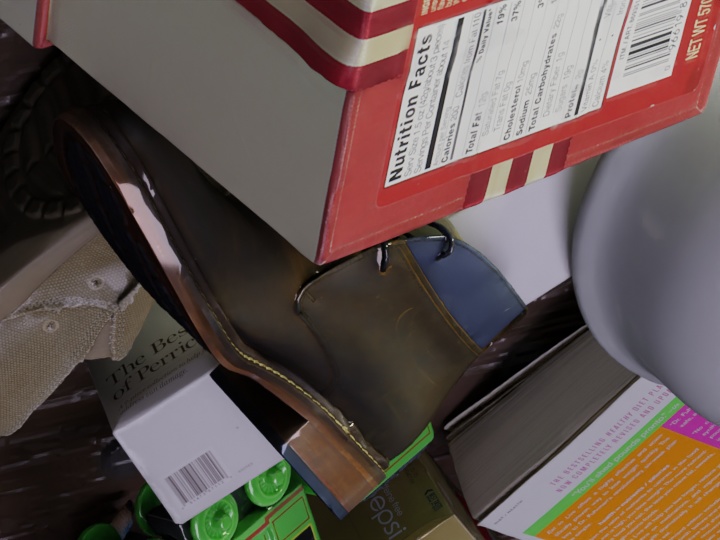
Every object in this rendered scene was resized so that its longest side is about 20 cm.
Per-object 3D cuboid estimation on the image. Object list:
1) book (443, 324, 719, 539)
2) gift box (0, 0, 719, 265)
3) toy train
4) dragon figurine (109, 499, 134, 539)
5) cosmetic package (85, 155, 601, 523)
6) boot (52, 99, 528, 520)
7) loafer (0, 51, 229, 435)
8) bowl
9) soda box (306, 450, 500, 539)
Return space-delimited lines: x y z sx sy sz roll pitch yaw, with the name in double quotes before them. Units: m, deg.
"book" 0.151 0.072 1.166 0.134 0.048 0.200 -40 138 26
"gift box" 0.007 -0.131 0.839 0.200 0.187 0.185 -19 136 -41
"toy train" -0.045 0.090 1.038 0.200 0.042 0.056 -38 123 -37
"dragon figurine" -0.070 0.149 1.068 0.099 0.200 0.059 35 108 -3
"cosmetic package" 0.000 0.000 1.011 0.200 0.083 0.051 -33 118 0
"boot" -0.019 -0.010 0.907 0.097 0.075 0.200 -40 139 -6
"loafer" -0.092 -0.015 0.963 0.200 0.076 0.067 -38 138 19
"bowl" 0.178 -0.005 0.972 0.201 0.090 0.201 -16 137 -15
"soda box" 0.041 0.143 1.171 0.064 0.068 0.200 -36 136 3
